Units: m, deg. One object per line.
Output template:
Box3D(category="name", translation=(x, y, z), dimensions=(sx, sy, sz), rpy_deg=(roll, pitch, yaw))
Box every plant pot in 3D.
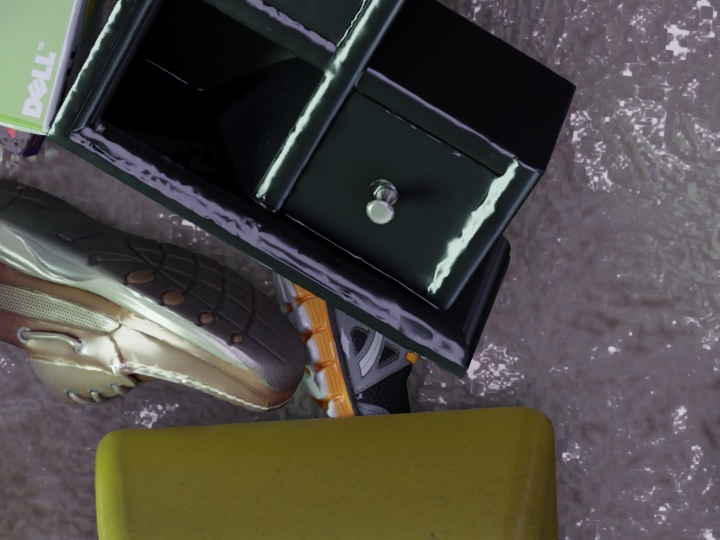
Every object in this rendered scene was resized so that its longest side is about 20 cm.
Box3D(category="plant pot", translation=(-0.012, 0.190, 1.174), dimensions=(0.200, 0.176, 0.200), rpy_deg=(-3, 115, 4))

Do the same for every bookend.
Box3D(category="bookend", translation=(0.010, -0.094, 1.122), dimensions=(0.200, 0.092, 0.199), rpy_deg=(31, 125, -4))

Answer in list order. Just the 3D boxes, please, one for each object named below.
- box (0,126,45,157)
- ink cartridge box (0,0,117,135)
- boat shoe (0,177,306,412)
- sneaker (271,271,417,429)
Box3D(category="box", translation=(-0.165, -0.169, 1.262), dimensions=(0.137, 0.039, 0.200), rpy_deg=(27, 94, 2))
Box3D(category="ink cartridge box", translation=(-0.144, -0.132, 1.143), dimensions=(0.076, 0.200, 0.148), rpy_deg=(15, 94, 1))
Box3D(category="boat shoe", translation=(-0.112, 0.023, 1.241), dimensions=(0.200, 0.076, 0.072), rpy_deg=(25, 109, 28))
Box3D(category="sneaker", translation=(0.000, 0.000, 1.247), dimensions=(0.077, 0.078, 0.200), rpy_deg=(-15, 97, -11))
